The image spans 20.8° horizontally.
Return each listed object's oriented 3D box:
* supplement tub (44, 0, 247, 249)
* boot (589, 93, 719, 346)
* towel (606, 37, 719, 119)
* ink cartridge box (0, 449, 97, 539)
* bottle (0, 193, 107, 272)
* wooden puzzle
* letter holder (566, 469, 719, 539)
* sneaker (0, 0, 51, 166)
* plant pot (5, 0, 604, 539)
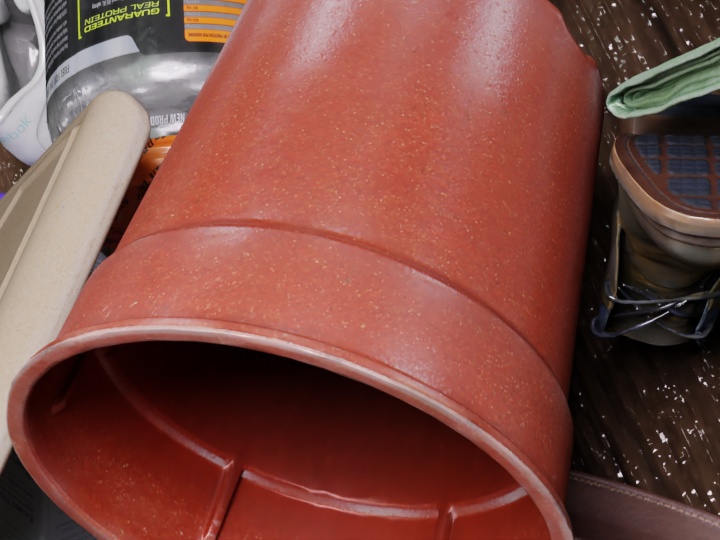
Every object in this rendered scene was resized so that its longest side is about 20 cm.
[{"bbox_3d":[-0.079,-0.116,0.862,0.122,0.122,0.202,-14,68,27],"label":"supplement tub"},{"bbox_3d":[0.124,-0.005,0.723,0.074,0.200,0.098,4,105,6],"label":"boot"},{"bbox_3d":[0.202,-0.101,0.684,0.199,0.152,0.024,-23,92,-19],"label":"towel"},{"bbox_3d":[-0.192,0.120,0.923,0.199,0.040,0.202,27,119,41],"label":"ink cartridge box"},{"bbox_3d":[-0.122,0.039,0.915,0.200,0.083,0.066,40,106,33],"label":"bottle"},{"bbox_3d":[-0.155,0.036,0.783,0.200,0.037,0.186,-23,41,57],"label":"wooden puzzle"},{"bbox_3d":[0.100,0.153,0.737,0.199,0.100,0.143,21,84,34],"label":"letter holder"},{"bbox_3d":[-0.162,-0.150,0.996,0.075,0.088,0.202,-16,67,27],"label":"sneaker"},{"bbox_3d":[0.000,0.000,0.708,0.199,0.201,0.197,-3,52,30],"label":"plant pot"}]
